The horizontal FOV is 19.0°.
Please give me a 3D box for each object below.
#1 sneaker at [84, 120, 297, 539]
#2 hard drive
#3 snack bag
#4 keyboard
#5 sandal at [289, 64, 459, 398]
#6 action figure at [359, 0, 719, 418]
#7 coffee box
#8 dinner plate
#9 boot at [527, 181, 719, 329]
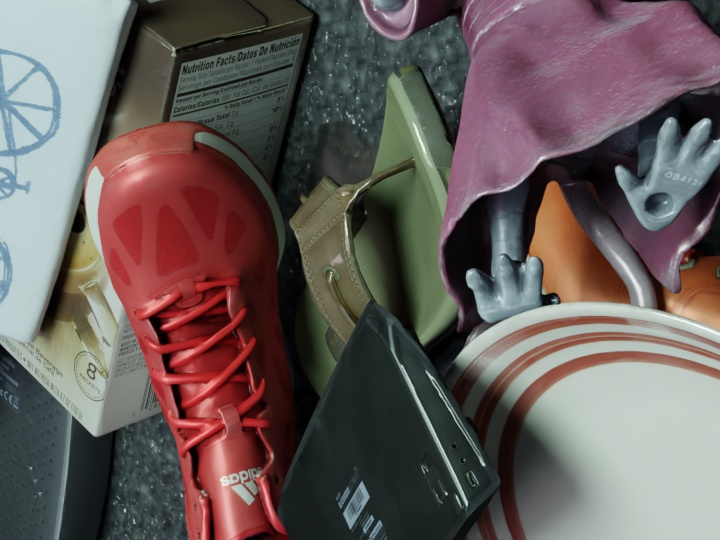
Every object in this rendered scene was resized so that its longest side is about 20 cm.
[{"bbox_3d":[-0.052,0.041,0.852,0.201,0.078,0.116,70,-179,-49],"label":"sneaker"},{"bbox_3d":[-0.179,0.081,1.091,0.135,0.042,0.201,34,127,34],"label":"hard drive"},{"bbox_3d":[-0.205,-0.061,0.860,0.021,0.198,0.189,-87,15,-50],"label":"snack bag"},{"bbox_3d":[0.016,0.099,0.729,0.128,0.020,0.200,64,161,18],"label":"keyboard"},{"bbox_3d":[0.000,0.001,0.824,0.201,0.057,0.080,115,138,-55],"label":"sandal"},{"bbox_3d":[0.070,-0.077,0.714,0.201,0.133,0.150,-103,1,-46],"label":"action figure"},{"bbox_3d":[-0.103,-0.046,0.930,0.113,0.080,0.201,39,130,31],"label":"coffee box"},{"bbox_3d":[0.107,0.091,0.664,0.199,0.024,0.201,25,137,26],"label":"dinner plate"},{"bbox_3d":[0.127,0.018,0.726,0.200,0.075,0.107,51,118,27],"label":"boot"}]
